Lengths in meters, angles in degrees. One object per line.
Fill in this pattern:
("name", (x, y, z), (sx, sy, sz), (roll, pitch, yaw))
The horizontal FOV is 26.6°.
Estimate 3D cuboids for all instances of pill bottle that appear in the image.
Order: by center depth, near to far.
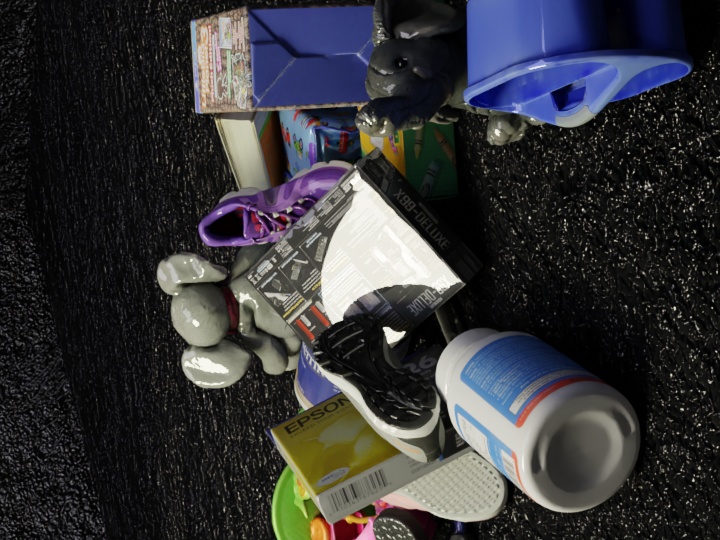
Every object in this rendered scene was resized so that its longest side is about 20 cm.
("pill bottle", (0.141, 0.116, 1.292), (0.200, 0.112, 0.112), (-142, 49, -62))
("pill bottle", (-0.003, 0.068, 1.653), (0.116, 0.116, 0.200), (-116, 29, -42))

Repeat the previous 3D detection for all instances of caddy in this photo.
("caddy", (0.157, -0.159, 1.126), (0.200, 0.141, 0.105), (165, 101, -70))

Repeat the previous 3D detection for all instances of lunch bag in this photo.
("lunch bag", (-0.038, -0.085, 1.715), (0.151, 0.094, 0.200), (-135, 46, -62))

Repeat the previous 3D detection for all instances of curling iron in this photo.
("curling iron", (0.063, -0.001, 1.574), (0.026, 0.050, 0.200), (37, -157, -55))

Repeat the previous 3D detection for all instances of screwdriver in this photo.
("screwdriver", (0.104, 0.231, 1.567), (0.028, 0.029, 0.200), (155, 116, -69))

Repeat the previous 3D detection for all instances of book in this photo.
("book", (-0.102, -0.142, 1.793), (0.200, 0.048, 0.134), (76, -152, -42))

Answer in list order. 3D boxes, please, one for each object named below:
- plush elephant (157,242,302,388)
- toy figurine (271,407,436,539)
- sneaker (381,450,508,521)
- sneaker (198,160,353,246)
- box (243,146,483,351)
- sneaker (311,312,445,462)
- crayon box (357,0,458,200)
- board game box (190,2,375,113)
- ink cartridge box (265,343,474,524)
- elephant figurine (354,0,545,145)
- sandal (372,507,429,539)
("plush elephant", (-0.144, 0.043, 1.698), (0.200, 0.155, 0.165), (-164, 68, -85))
("toy figurine", (0.008, 0.249, 1.681), (0.184, 0.150, 0.200), (3, 98, 58))
("sneaker", (0.072, 0.209, 1.540), (0.200, 0.105, 0.076), (6, 81, 31))
("sneaker", (-0.081, -0.056, 1.606), (0.200, 0.083, 0.081), (-16, 101, 28))
("box", (0.000, 0.000, 1.511), (0.158, 0.050, 0.200), (47, 126, 1))
("sneaker", (0.016, 0.112, 1.438), (0.200, 0.074, 0.079), (49, 166, 49))
("crayon box", (0.044, -0.172, 1.537), (0.119, 0.058, 0.200), (-170, 74, -69))
("board game box", (-0.065, -0.208, 1.507), (0.200, 0.159, 0.097), (-167, 73, -68))
("ink cartridge box", (0.015, 0.147, 1.514), (0.200, 0.197, 0.047), (46, 160, 57))
("elephant figurine", (0.059, -0.174, 1.293), (0.155, 0.200, 0.142), (155, 107, -69))
("sandal", (0.075, 0.327, 1.592), (0.075, 0.048, 0.201), (0, 120, 39))
